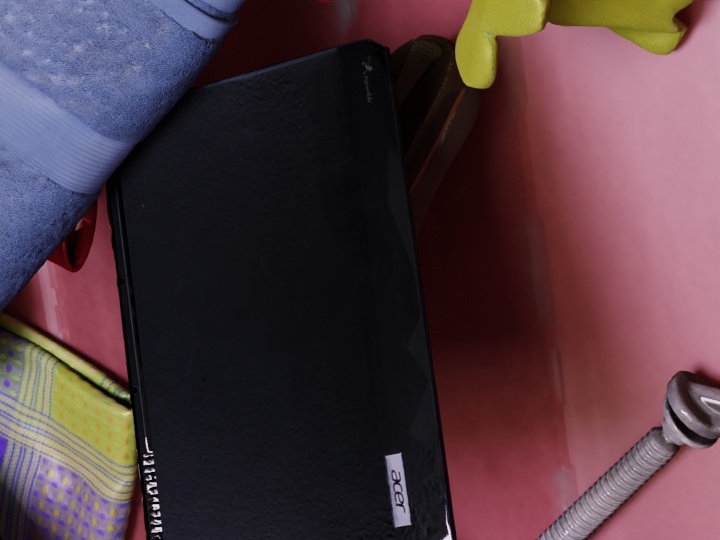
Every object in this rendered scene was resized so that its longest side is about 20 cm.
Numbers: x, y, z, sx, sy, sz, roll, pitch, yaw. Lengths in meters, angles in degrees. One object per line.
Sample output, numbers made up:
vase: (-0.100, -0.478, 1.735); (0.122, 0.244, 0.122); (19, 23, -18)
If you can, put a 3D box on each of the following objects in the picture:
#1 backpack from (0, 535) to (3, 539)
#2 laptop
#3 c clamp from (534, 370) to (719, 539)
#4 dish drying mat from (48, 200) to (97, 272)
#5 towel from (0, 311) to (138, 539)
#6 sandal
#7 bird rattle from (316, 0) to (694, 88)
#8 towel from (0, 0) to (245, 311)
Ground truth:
backpack: (-0.229, 0.133, 1.003); (0.154, 0.163, 0.201); (-37, 76, 48)
laptop: (-0.037, 0.028, 0.880); (0.103, 0.200, 0.178); (-6, 81, -6)
c clamp: (0.100, 0.110, 0.890); (0.200, 0.027, 0.171); (-42, 81, 34)
dish drying mat: (-0.166, -0.060, 0.966); (0.200, 0.018, 0.077); (23, 118, 49)
towel: (-0.168, 0.116, 1.061); (0.143, 0.023, 0.201); (28, 117, 23)
sandal: (0.000, 0.000, 0.903); (0.201, 0.054, 0.082); (-59, 30, 25)
bird rattle: (0.036, -0.153, 0.833); (0.200, 0.112, 0.164); (32, 108, 35)
towel: (-0.134, -0.064, 0.839); (0.111, 0.049, 0.200); (38, 109, -10)
